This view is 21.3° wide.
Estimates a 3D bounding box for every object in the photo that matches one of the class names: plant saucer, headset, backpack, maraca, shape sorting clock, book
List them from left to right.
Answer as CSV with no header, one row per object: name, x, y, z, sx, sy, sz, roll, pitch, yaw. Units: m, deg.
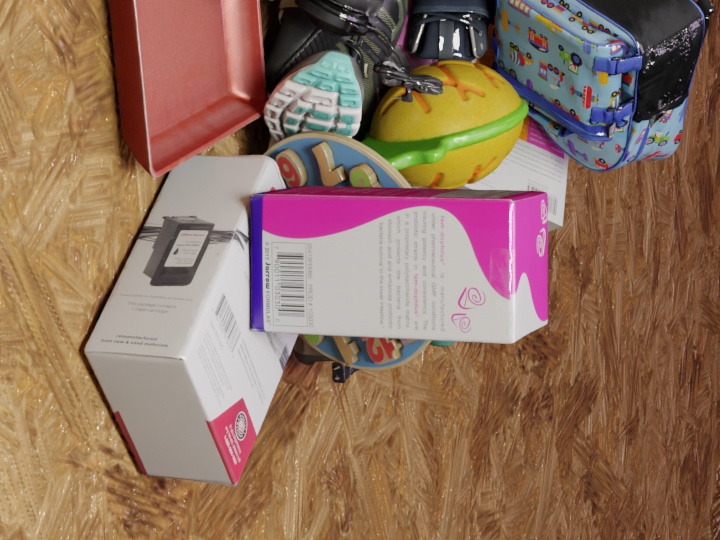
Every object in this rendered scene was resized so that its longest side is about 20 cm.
plant saucer,-0.130,-0.190,1.401,0.200,0.036,0.202,-41,131,-61
shape sorting clock,-0.016,-0.013,1.507,0.039,0.198,0.202,-38,130,-44
headset,0.012,-0.222,1.485,0.093,0.123,0.202,16,47,-33
maraca,0.061,-0.118,1.634,0.199,0.136,0.108,-30,111,-47
book,0.141,-0.151,1.779,0.133,0.048,0.202,20,67,-30
backpack,0.204,-0.176,1.695,0.134,0.182,0.201,-32,145,-26

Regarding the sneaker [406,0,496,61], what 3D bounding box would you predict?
sneaker,0.080,-0.260,1.654,0.202,0.076,0.148,50,48,-78

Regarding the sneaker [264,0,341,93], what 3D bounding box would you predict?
sneaker,-0.041,-0.240,1.592,0.201,0.088,0.074,-57,173,-12

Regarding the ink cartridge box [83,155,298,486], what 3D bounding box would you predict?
ink cartridge box,-0.112,0.033,1.417,0.146,0.082,0.201,72,29,-44

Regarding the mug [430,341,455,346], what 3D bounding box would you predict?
mug,0.094,-0.036,1.829,0.152,0.114,0.186,-49,-166,26

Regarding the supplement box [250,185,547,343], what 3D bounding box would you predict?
supplement box,0.030,-0.007,1.389,0.103,0.198,0.103,-15,107,-68

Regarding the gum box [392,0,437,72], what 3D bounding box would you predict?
gum box,0.048,-0.219,1.803,0.200,0.065,0.115,51,47,-59

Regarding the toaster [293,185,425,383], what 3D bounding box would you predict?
toaster,0.000,0.000,1.664,0.200,0.112,0.131,-41,127,-58

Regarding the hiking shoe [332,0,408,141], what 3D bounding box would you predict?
hiking shoe,-0.007,-0.202,1.657,0.101,0.075,0.202,-30,122,-68

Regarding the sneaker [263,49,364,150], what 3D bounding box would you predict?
sneaker,-0.036,-0.139,1.530,0.200,0.077,0.092,123,-18,-67
